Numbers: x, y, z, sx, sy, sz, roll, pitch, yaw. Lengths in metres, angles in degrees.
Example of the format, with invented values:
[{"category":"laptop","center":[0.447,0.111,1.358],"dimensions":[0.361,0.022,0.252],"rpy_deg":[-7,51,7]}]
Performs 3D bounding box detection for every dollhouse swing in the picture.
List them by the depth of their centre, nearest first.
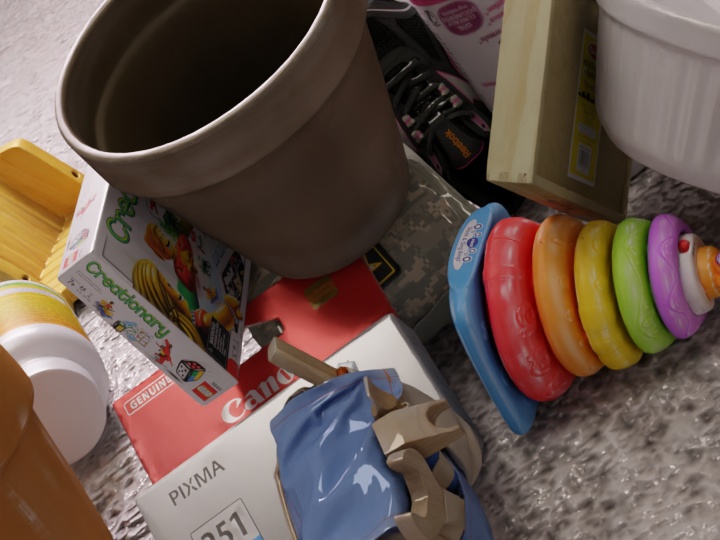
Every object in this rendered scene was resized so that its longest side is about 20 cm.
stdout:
[{"category":"dollhouse swing","center":[-0.299,-0.065,1.578],"dimensions":[0.176,0.181,0.200],"rpy_deg":[-48,17,33]}]

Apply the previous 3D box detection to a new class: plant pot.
[{"category":"plant pot","center":[-0.058,-0.093,1.011],"dimensions":[0.199,0.174,0.201],"rpy_deg":[-19,45,21]},{"category":"plant pot","center":[-0.275,0.169,1.130],"dimensions":[0.200,0.183,0.201],"rpy_deg":[-30,27,18]}]

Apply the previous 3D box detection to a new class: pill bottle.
[{"category":"pill bottle","center":[0.121,-0.154,1.092],"dimensions":[0.113,0.200,0.114],"rpy_deg":[-31,27,18]},{"category":"pill bottle","center":[-0.268,0.087,1.338],"dimensions":[0.111,0.111,0.200],"rpy_deg":[-42,25,-5]}]

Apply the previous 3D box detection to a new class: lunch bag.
[{"category":"lunch bag","center":[0.000,0.000,1.112],"dimensions":[0.164,0.118,0.200],"rpy_deg":[-43,31,-1]}]

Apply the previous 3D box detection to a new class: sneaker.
[{"category":"sneaker","center":[0.056,-0.111,1.126],"dimensions":[0.080,0.200,0.086],"rpy_deg":[-44,33,15]}]

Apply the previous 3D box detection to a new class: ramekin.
[{"category":"ramekin","center":[0.222,-0.108,0.912],"dimensions":[0.201,0.095,0.203],"rpy_deg":[8,24,-4]}]

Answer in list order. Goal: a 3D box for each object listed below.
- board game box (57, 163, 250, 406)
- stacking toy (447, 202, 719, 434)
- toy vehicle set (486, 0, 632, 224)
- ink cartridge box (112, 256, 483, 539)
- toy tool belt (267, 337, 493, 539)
[{"category":"board game box","center":[-0.124,-0.021,1.045],"dimensions":[0.035,0.126,0.200],"rpy_deg":[-34,29,22]},{"category":"stacking toy","center":[0.157,0.010,0.920],"dimensions":[0.199,0.110,0.116],"rpy_deg":[-12,33,27]},{"category":"toy vehicle set","center":[0.124,-0.099,0.952],"dimensions":[0.026,0.200,0.125],"rpy_deg":[6,87,24]},{"category":"ink cartridge box","center":[-0.052,0.092,1.007],"dimensions":[0.200,0.045,0.177],"rpy_deg":[-36,64,7]},{"category":"toy tool belt","center":[0.010,0.121,0.847],"dimensions":[0.125,0.123,0.200],"rpy_deg":[-39,38,8]}]
